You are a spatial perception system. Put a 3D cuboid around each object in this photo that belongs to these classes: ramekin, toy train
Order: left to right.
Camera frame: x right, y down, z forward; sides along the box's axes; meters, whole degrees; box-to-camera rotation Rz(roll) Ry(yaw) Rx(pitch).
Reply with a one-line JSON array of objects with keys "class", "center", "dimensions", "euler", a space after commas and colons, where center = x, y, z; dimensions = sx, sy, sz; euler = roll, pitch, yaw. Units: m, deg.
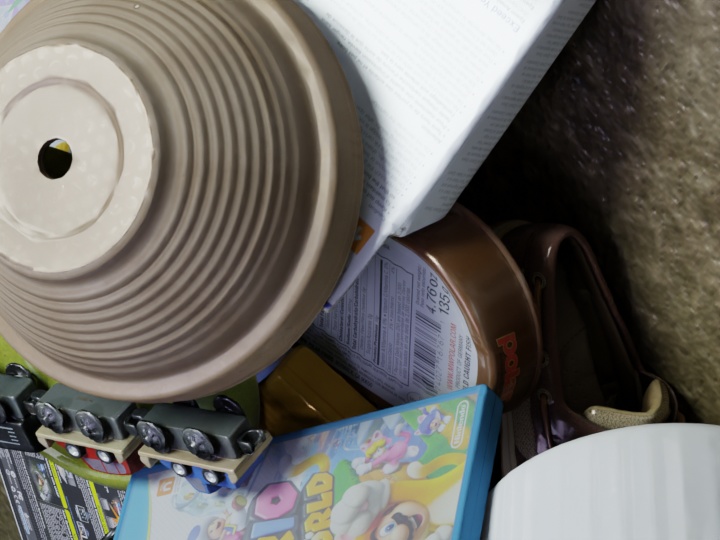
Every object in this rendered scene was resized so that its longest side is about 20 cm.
[{"class": "toy train", "center": [-0.119, 0.074, 1.366], "dimensions": [0.200, 0.034, 0.046], "euler": [7, 130, 39]}, {"class": "ramekin", "center": [0.135, 0.152, 1.270], "dimensions": [0.201, 0.200, 0.098], "euler": [114, 162, -50]}]

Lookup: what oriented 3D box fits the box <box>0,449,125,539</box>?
[{"class": "box", "center": [-0.156, 0.106, 1.727], "dimensions": [0.160, 0.044, 0.200], "euler": [10, 122, 48]}]

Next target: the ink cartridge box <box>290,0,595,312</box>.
[{"class": "ink cartridge box", "center": [-0.014, -0.116, 1.300], "dimensions": [0.200, 0.041, 0.200], "euler": [43, 105, 23]}]

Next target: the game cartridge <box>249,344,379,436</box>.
[{"class": "game cartridge", "center": [-0.007, 0.136, 1.433], "dimensions": [0.176, 0.032, 0.200], "euler": [42, 149, -1]}]

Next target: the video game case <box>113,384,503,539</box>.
[{"class": "video game case", "center": [-0.034, 0.130, 1.297], "dimensions": [0.200, 0.143, 0.018], "euler": [-16, 135, 32]}]

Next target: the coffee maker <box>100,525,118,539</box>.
[{"class": "coffee maker", "center": [-0.038, 0.221, 1.417], "dimensions": [0.200, 0.135, 0.192], "euler": [24, 145, 26]}]

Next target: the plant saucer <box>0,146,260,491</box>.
[{"class": "plant saucer", "center": [-0.136, 0.032, 1.397], "dimensions": [0.200, 0.031, 0.200], "euler": [25, 137, 26]}]

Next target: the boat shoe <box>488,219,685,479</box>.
[{"class": "boat shoe", "center": [0.108, 0.071, 1.349], "dimensions": [0.072, 0.072, 0.200], "euler": [-5, 105, 54]}]

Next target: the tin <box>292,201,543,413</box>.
[{"class": "tin", "center": [0.000, 0.000, 1.352], "dimensions": [0.200, 0.042, 0.112], "euler": [33, 133, 35]}]

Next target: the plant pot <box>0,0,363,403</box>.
[{"class": "plant pot", "center": [-0.108, -0.043, 1.269], "dimensions": [0.201, 0.093, 0.201], "euler": [-2, 86, 28]}]

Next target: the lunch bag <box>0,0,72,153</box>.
[{"class": "lunch bag", "center": [-0.133, -0.051, 1.488], "dimensions": [0.200, 0.127, 0.170], "euler": [91, 155, -44]}]

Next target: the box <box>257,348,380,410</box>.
[{"class": "box", "center": [-0.032, 0.076, 1.553], "dimensions": [0.137, 0.040, 0.200], "euler": [52, 145, 9]}]
